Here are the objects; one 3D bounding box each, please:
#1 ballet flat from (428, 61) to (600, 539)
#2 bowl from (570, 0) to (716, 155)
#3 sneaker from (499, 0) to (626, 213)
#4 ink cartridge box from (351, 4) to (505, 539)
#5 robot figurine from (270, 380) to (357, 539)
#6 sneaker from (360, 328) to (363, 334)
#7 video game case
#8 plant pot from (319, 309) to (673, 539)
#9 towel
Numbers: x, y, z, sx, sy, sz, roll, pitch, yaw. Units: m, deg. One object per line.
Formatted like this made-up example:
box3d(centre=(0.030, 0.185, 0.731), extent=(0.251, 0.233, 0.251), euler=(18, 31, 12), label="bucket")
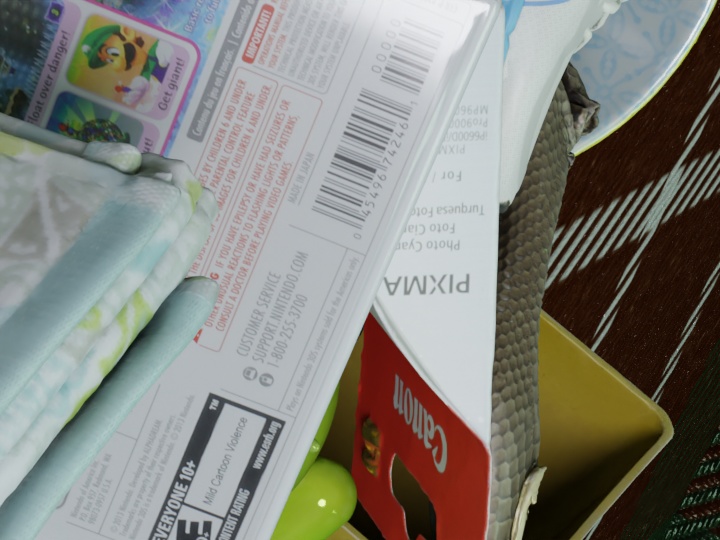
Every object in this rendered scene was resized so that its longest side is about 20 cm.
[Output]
box3d(centre=(0.052, 0.011, 0.863), extent=(0.067, 0.046, 0.200), euler=(121, -23, -59), label="ballet flat")
box3d(centre=(0.023, -0.139, 0.940), extent=(0.200, 0.200, 0.108), euler=(-65, -153, 13), label="bowl")
box3d(centre=(0.080, -0.110, 0.832), extent=(0.075, 0.086, 0.200), euler=(167, -61, -81), label="sneaker")
box3d(centre=(0.000, 0.000, 0.824), extent=(0.160, 0.047, 0.200), euler=(-131, -138, -70), label="ink cartridge box")
box3d(centre=(-0.081, 0.031, 0.845), extent=(0.116, 0.175, 0.200), euler=(-50, -162, -21), label="robot figurine")
box3d(centre=(-0.018, 0.000, 1.001), extent=(0.200, 0.078, 0.070), euler=(-92, 174, -59), label="sneaker")
box3d(centre=(-0.082, -0.021, 0.723), extent=(0.024, 0.182, 0.200), euler=(-83, -165, -70), label="video game case")
box3d(centre=(-0.021, 0.100, 1.131), extent=(0.200, 0.200, 0.177), euler=(-40, 167, -53), label="plant pot")
box3d(centre=(-0.148, 0.029, 0.605), extent=(0.200, 0.171, 0.048), euler=(-52, 145, -31), label="towel")
